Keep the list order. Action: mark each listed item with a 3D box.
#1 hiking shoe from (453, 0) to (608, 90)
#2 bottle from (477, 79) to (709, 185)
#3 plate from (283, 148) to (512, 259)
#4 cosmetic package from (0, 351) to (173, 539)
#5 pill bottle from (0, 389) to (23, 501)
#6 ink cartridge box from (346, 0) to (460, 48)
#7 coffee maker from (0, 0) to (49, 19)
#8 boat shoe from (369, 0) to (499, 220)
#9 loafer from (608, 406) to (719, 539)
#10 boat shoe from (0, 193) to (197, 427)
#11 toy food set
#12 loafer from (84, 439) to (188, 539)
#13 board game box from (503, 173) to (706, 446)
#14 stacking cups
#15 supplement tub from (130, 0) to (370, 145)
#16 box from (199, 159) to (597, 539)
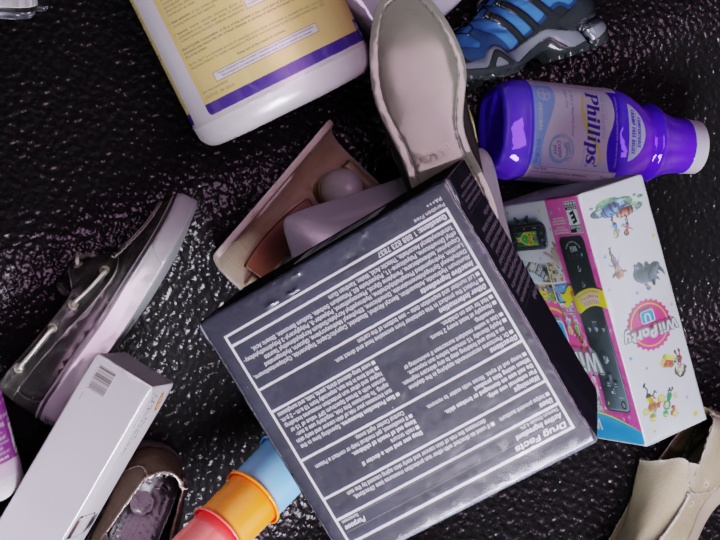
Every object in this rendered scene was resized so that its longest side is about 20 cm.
[{"bbox_3d":[0.110,-0.201,1.125,0.199,0.074,0.087,-21,94,-30],"label":"hiking shoe"},{"bbox_3d":[0.198,-0.112,1.154,0.199,0.065,0.084,4,84,-20],"label":"bottle"},{"bbox_3d":[0.056,0.024,1.064,0.199,0.032,0.201,-21,99,-30],"label":"plate"},{"bbox_3d":[-0.208,0.156,0.970,0.050,0.083,0.201,30,90,2],"label":"cosmetic package"},{"bbox_3d":[-0.309,0.069,0.940,0.112,0.112,0.201,-16,95,-20],"label":"pill bottle"},{"bbox_3d":[0.039,-0.292,1.108,0.200,0.050,0.162,-45,104,-12],"label":"ink cartridge box"},{"bbox_3d":[-0.264,-0.283,0.946,0.134,0.192,0.201,10,108,2],"label":"coffee maker"},{"bbox_3d":[0.050,-0.107,1.019,0.071,0.061,0.202,-15,92,-3],"label":"boat shoe"},{"bbox_3d":[0.261,0.194,1.174,0.200,0.076,0.068,-44,102,-25],"label":"loafer"},{"bbox_3d":[-0.191,0.017,1.005,0.064,0.071,0.201,33,70,-2],"label":"boat shoe"},{"bbox_3d":[0.000,0.000,1.083,0.200,0.060,0.144,43,76,-14],"label":"toy food set"},{"bbox_3d":[-0.180,0.224,1.007,0.073,0.071,0.201,16,84,-19],"label":"loafer"},{"bbox_3d":[0.188,0.032,1.105,0.064,0.147,0.201,-20,96,-22],"label":"board game box"},{"bbox_3d":[-0.065,0.155,1.023,0.200,0.060,0.061,-44,104,-36],"label":"stacking cups"},{"bbox_3d":[-0.095,-0.209,1.006,0.145,0.145,0.201,-29,99,-18],"label":"supplement tub"},{"bbox_3d":[0.031,0.062,0.950,0.199,0.123,0.199,-29,94,14],"label":"box"}]
